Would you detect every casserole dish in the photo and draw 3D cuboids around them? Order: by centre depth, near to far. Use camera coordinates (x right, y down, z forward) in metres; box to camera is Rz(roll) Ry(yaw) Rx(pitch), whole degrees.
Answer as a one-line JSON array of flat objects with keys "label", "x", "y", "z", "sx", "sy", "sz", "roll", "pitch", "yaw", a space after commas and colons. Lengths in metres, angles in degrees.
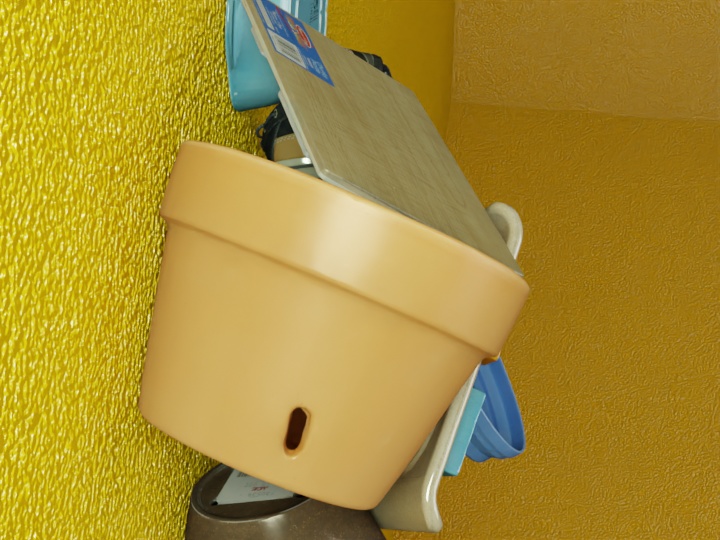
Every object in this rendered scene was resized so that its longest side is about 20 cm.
[{"label": "casserole dish", "x": -0.053, "y": -0.176, "z": 0.786, "sx": 0.200, "sy": 0.039, "sz": 0.122, "roll": -68, "pitch": 163, "yaw": -71}]

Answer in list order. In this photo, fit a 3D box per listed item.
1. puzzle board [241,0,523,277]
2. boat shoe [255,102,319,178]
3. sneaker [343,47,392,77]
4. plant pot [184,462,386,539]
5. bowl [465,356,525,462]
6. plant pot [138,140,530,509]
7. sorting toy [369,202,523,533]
[{"label": "puzzle board", "x": 0.005, "y": -0.080, "z": 0.658, "sx": 0.017, "sy": 0.150, "sz": 0.200, "roll": -48, "pitch": -141, "yaw": 21}, {"label": "boat shoe", "x": -0.036, "y": -0.084, "z": 0.807, "sx": 0.200, "sy": 0.074, "sz": 0.063, "roll": 140, "pitch": -55, "yaw": -88}, {"label": "sneaker", "x": -0.002, "y": -0.147, "z": 1.046, "sx": 0.200, "sy": 0.082, "sz": 0.071, "roll": 74, "pitch": 19, "yaw": -76}, {"label": "plant pot", "x": -0.042, "y": 0.221, "z": 0.726, "sx": 0.187, "sy": 0.186, "sz": 0.201, "roll": -67, "pitch": 147, "yaw": -69}, {"label": "bowl", "x": 0.077, "y": 0.067, "z": 0.948, "sx": 0.201, "sy": 0.039, "sz": 0.201, "roll": 57, "pitch": 15, "yaw": -24}, {"label": "plant pot", "x": -0.029, "y": 0.035, "z": 0.600, "sx": 0.200, "sy": 0.199, "sz": 0.140, "roll": 47, "pitch": 66, "yaw": -81}, {"label": "sorting toy", "x": 0.050, "y": 0.071, "z": 0.739, "sx": 0.185, "sy": 0.036, "sz": 0.201, "roll": 141, "pitch": -34, "yaw": -72}]
